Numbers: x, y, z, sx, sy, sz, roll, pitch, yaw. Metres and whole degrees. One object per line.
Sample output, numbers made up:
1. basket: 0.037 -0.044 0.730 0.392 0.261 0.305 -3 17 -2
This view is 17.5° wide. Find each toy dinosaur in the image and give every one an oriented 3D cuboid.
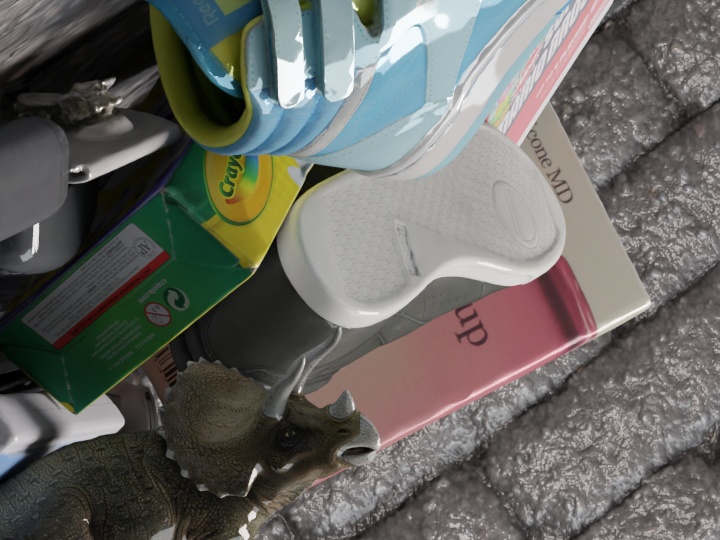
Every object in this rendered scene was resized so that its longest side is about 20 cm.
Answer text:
1. toy dinosaur: -0.085 0.092 0.788 0.199 0.103 0.077 -22 -160 -2

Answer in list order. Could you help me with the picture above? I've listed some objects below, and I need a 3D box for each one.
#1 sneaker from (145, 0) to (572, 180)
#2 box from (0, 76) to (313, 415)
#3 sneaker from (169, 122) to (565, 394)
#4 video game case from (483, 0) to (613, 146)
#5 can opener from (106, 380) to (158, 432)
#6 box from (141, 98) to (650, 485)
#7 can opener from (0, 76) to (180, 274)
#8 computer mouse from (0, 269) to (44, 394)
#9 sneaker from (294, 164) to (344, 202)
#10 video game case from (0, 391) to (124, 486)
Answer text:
1. sneaker: 0.008 -0.106 0.708 0.130 0.080 0.200 -4 133 -44
2. box: -0.051 -0.049 0.852 0.117 0.048 0.200 -37 -164 40
3. sneaker: 0.000 0.000 0.877 0.099 0.071 0.200 -34 173 32
4. video game case: 0.079 -0.122 0.931 0.143 0.017 0.200 -56 167 -25
5. can opener: -0.170 0.067 1.114 0.067 0.054 0.200 3 -174 -45
6. box: 0.005 0.011 1.045 0.200 0.128 0.109 -27 177 -18
7. can opener: -0.113 -0.020 0.698 0.052 0.067 0.200 10 -166 18
8. computer mouse: -0.182 0.020 0.931 0.140 0.046 0.200 -11 162 -6
9. sneaker: 0.021 -0.101 0.936 0.200 0.074 0.081 -61 173 -18
10. video game case: -0.173 0.109 0.835 0.182 0.022 0.200 -41 175 2
